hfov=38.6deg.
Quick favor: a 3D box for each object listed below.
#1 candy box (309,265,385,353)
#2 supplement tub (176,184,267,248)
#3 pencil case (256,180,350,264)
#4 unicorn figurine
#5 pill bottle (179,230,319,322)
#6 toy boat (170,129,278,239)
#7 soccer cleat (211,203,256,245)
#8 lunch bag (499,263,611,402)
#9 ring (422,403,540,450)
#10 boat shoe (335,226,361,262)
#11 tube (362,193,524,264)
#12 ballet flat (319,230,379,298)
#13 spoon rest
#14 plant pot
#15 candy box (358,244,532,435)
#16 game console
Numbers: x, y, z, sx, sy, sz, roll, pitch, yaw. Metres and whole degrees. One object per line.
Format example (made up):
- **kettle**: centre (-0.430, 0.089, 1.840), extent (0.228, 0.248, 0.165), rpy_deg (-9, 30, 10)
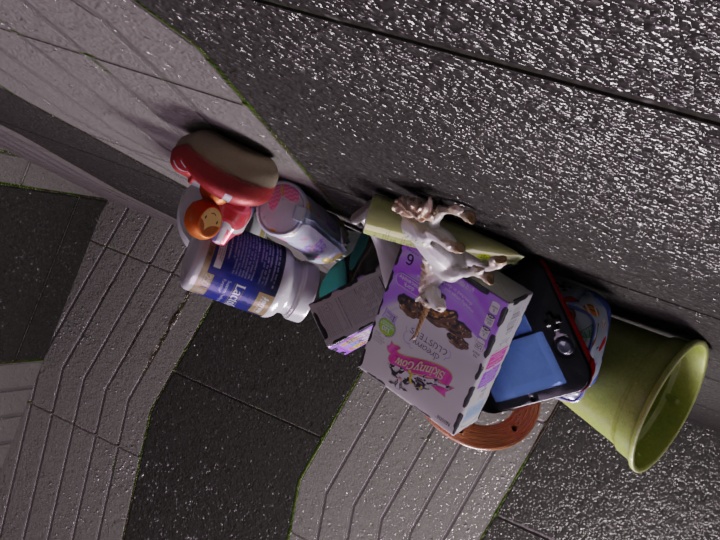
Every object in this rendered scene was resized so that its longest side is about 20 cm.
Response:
- **candy box**: centre (0.036, 0.043, 1.530), extent (0.072, 0.197, 0.168), rpy_deg (62, -178, 10)
- **supplement tub**: centre (-0.231, -0.082, 1.728), extent (0.142, 0.147, 0.200), rpy_deg (21, 176, 0)
- **pencil case**: centre (-0.085, -0.069, 1.563), extent (0.090, 0.084, 0.200), rpy_deg (34, 180, 24)
- **unicorn figurine**: centre (0.097, -0.015, 1.201), extent (0.136, 0.074, 0.203), rpy_deg (6, 129, 47)
- **pill bottle**: centre (-0.169, 0.004, 1.585), extent (0.197, 0.118, 0.115), rpy_deg (20, 176, -18)
- **toy boat**: centre (-0.191, -0.104, 1.352), extent (0.129, 0.133, 0.199), rpy_deg (22, 176, -19)
- **soccer cleat**: centre (-0.185, -0.094, 1.543), extent (0.066, 0.077, 0.200), rpy_deg (29, -166, -4)
- **lunch bag**: centre (0.227, 0.083, 1.376), extent (0.197, 0.163, 0.075), rpy_deg (20, -147, 26)
- **ring**: centre (0.158, 0.160, 1.436), extent (0.197, 0.203, 0.019), rpy_deg (22, 140, -3)
- **boat shoe**: centre (-0.053, -0.049, 1.714), extent (0.197, 0.077, 0.060), rpy_deg (24, 169, -21)
- **tube**: centre (0.101, -0.041, 1.260), extent (0.196, 0.053, 0.058), rpy_deg (17, -145, 1)
- **ballet flat**: centre (0.000, 0.000, 1.608), extent (0.063, 0.068, 0.200), rpy_deg (15, 142, -21)
- **spoon rest**: centre (0.055, -0.019, 1.395), extent (0.201, 0.099, 0.061), rpy_deg (51, -174, -27)
- **plant pot**: centre (0.360, 0.148, 1.452), extent (0.183, 0.203, 0.200), rpy_deg (30, -179, 33)
- **candy box**: centre (0.105, 0.078, 1.324), extent (0.166, 0.203, 0.071), rpy_deg (32, -152, 26)
- **game console**: centre (0.194, 0.091, 1.337), extent (0.198, 0.031, 0.179), rpy_deg (-22, 101, 41)
